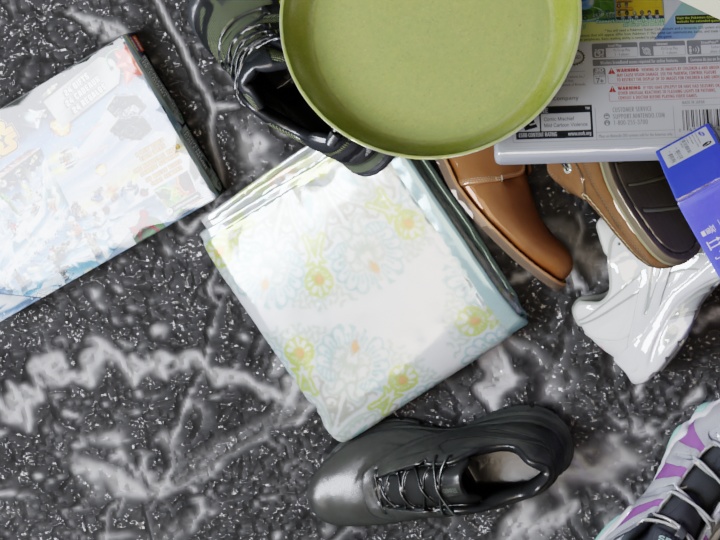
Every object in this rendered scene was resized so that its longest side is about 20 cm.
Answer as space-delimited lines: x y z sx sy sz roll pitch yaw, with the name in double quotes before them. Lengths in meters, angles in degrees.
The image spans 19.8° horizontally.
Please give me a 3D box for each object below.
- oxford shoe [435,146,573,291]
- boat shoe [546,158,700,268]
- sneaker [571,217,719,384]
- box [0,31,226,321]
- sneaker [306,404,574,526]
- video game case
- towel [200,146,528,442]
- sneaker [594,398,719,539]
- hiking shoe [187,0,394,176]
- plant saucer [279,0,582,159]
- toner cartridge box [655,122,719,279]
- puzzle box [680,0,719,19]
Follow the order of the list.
"oxford shoe" 0.095 -0.075 1.457 0.071 0.071 0.200 -36 92 10
"boat shoe" 0.167 -0.081 1.427 0.068 0.072 0.200 -47 62 48
"sneaker" 0.217 -0.021 1.444 0.099 0.078 0.200 35 103 5
"box" -0.218 -0.067 1.525 0.200 0.040 0.137 -28 96 14
"sneaker" 0.053 0.146 1.495 0.199 0.091 0.076 -16 100 13
"video game case" 0.186 -0.161 1.393 0.199 0.022 0.183 -2 72 2
"towel" 0.000 0.000 1.500 0.171 0.048 0.200 -33 94 17
"sneaker" 0.225 0.181 1.445 0.078 0.140 0.200 34 105 2
"hiking shoe" -0.057 -0.147 1.430 0.200 0.101 0.076 41 101 26
"plant saucer" 0.047 -0.164 1.372 0.199 0.031 0.201 -1 75 4
"toner cartridge box" 0.261 0.009 1.342 0.043 0.095 0.200 -28 111 12
"puzzle box" 0.210 -0.246 1.323 0.200 0.025 0.133 33 111 34
